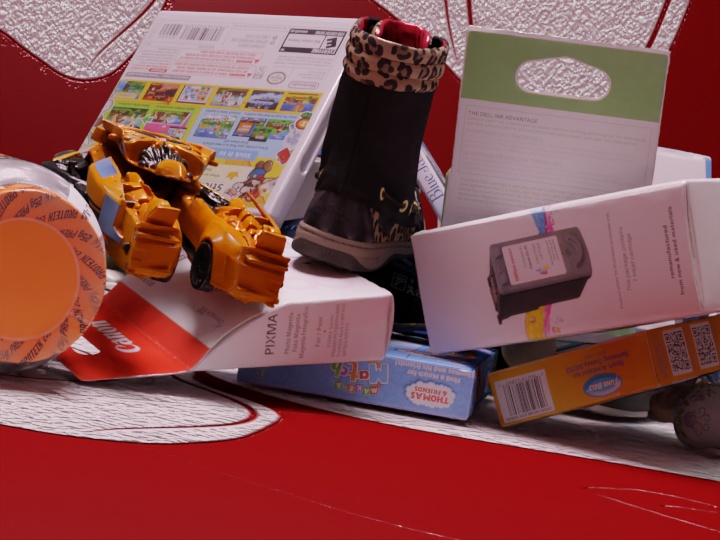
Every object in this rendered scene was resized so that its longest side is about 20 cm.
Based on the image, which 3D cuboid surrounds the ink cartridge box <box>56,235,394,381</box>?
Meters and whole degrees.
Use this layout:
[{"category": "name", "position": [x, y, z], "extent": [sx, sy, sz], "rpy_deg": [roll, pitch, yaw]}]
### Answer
[{"category": "ink cartridge box", "position": [-0.102, 0.019, 1.463], "extent": [0.199, 0.057, 0.162], "rpy_deg": [2, 14, -27]}]

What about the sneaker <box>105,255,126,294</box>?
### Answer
[{"category": "sneaker", "position": [-0.194, -0.015, 2.042], "extent": [0.115, 0.074, 0.200], "rpy_deg": [11, 3, -37]}]

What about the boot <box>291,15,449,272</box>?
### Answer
[{"category": "boot", "position": [0.015, -0.086, 1.540], "extent": [0.073, 0.152, 0.200], "rpy_deg": [18, 13, 13]}]

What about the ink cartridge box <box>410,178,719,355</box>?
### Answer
[{"category": "ink cartridge box", "position": [0.156, -0.004, 1.506], "extent": [0.199, 0.086, 0.147], "rpy_deg": [-12, -3, 34]}]

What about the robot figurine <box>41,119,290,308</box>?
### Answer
[{"category": "robot figurine", "position": [-0.115, -0.039, 1.448], "extent": [0.144, 0.059, 0.200], "rpy_deg": [14, 16, -24]}]

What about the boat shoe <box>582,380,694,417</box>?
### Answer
[{"category": "boat shoe", "position": [0.198, 0.075, 1.737], "extent": [0.066, 0.057, 0.200], "rpy_deg": [11, 3, 27]}]

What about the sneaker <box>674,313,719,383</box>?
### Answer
[{"category": "sneaker", "position": [0.270, 0.023, 1.679], "extent": [0.147, 0.080, 0.200], "rpy_deg": [47, -16, 29]}]

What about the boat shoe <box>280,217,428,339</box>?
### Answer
[{"category": "boat shoe", "position": [0.000, 0.000, 1.616], "extent": [0.199, 0.085, 0.069], "rpy_deg": [7, 5, 27]}]

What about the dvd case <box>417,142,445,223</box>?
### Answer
[{"category": "dvd case", "position": [0.058, -0.059, 1.772], "extent": [0.017, 0.201, 0.143], "rpy_deg": [-31, -17, 4]}]

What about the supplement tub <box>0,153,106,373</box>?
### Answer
[{"category": "supplement tub", "position": [-0.221, -0.008, 1.373], "extent": [0.122, 0.123, 0.200], "rpy_deg": [8, 3, -24]}]

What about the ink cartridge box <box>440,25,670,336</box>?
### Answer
[{"category": "ink cartridge box", "position": [0.131, -0.062, 1.634], "extent": [0.144, 0.201, 0.048], "rpy_deg": [7, 9, 5]}]

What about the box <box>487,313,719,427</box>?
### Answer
[{"category": "box", "position": [0.184, 0.061, 1.540], "extent": [0.119, 0.042, 0.200], "rpy_deg": [-18, -8, 34]}]

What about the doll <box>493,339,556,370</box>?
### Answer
[{"category": "doll", "position": [0.087, 0.052, 1.748], "extent": [0.136, 0.049, 0.200], "rpy_deg": [30, -7, -20]}]

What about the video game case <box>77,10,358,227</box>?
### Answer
[{"category": "video game case", "position": [-0.105, -0.112, 1.722], "extent": [0.199, 0.183, 0.023], "rpy_deg": [7, -33, 33]}]

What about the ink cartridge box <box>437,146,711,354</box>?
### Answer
[{"category": "ink cartridge box", "position": [0.168, -0.009, 1.896], "extent": [0.145, 0.148, 0.200], "rpy_deg": [6, -12, -26]}]

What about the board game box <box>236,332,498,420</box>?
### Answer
[{"category": "board game box", "position": [0.009, 0.062, 1.578], "extent": [0.150, 0.037, 0.200], "rpy_deg": [9, 2, 7]}]

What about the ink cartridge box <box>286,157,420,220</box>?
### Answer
[{"category": "ink cartridge box", "position": [-0.064, -0.018, 1.822], "extent": [0.199, 0.146, 0.147], "rpy_deg": [10, 3, 5]}]

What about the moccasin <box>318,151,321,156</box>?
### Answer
[{"category": "moccasin", "position": [-0.035, -0.124, 1.838], "extent": [0.080, 0.069, 0.200], "rpy_deg": [10, 2, 24]}]

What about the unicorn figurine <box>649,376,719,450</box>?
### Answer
[{"category": "unicorn figurine", "position": [0.266, 0.098, 1.525], "extent": [0.137, 0.074, 0.199], "rpy_deg": [3, -9, -40]}]
